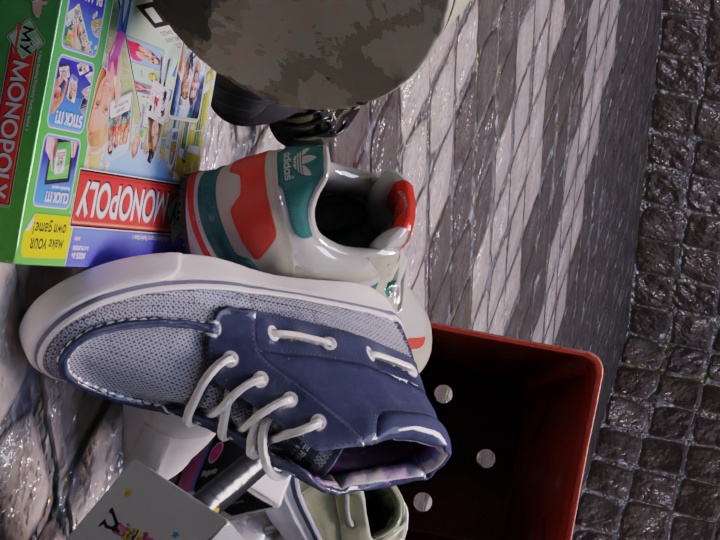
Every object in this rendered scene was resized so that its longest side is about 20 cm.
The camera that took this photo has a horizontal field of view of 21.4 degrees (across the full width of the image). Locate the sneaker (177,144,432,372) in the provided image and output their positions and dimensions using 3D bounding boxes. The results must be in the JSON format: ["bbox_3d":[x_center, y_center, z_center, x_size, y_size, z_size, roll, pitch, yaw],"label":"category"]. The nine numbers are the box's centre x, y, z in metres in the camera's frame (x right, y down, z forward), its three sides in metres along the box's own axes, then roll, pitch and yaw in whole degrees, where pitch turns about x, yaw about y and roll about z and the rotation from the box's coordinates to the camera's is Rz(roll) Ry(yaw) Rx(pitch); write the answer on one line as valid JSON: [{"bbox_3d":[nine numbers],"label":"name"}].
[{"bbox_3d":[0.000,-0.001,0.934,0.200,0.093,0.071,38,40,-47],"label":"sneaker"}]

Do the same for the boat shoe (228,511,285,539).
[{"bbox_3d":[-0.070,0.164,1.106,0.074,0.065,0.202,-22,122,-74],"label":"boat shoe"}]

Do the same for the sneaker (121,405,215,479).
[{"bbox_3d":[-0.084,0.036,0.974,0.089,0.075,0.200,-64,180,34],"label":"sneaker"}]

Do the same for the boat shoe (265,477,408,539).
[{"bbox_3d":[-0.004,0.146,1.106,0.200,0.061,0.073,57,38,-61],"label":"boat shoe"}]

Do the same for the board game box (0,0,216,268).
[{"bbox_3d":[-0.111,-0.069,0.828,0.200,0.029,0.136,1,99,-77],"label":"board game box"}]

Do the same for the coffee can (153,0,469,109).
[{"bbox_3d":[0.009,-0.181,0.825,0.200,0.145,0.148,-54,153,-49],"label":"coffee can"}]

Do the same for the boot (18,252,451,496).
[{"bbox_3d":[-0.048,0.050,0.842,0.073,0.198,0.091,-58,-134,35],"label":"boot"}]

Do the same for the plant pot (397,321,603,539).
[{"bbox_3d":[0.053,0.137,1.367,0.176,0.197,0.202,5,96,-88],"label":"plant pot"}]

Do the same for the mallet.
[{"bbox_3d":[-0.096,0.138,0.908,0.199,0.041,0.066,-30,136,-47],"label":"mallet"}]

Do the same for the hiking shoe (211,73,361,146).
[{"bbox_3d":[-0.026,-0.104,1.050,0.200,0.075,0.102,-45,149,-56],"label":"hiking shoe"}]

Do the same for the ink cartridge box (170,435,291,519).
[{"bbox_3d":[-0.046,0.041,1.044,0.094,0.037,0.201,-22,-141,54],"label":"ink cartridge box"}]

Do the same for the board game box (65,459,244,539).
[{"bbox_3d":[-0.088,0.200,0.853,0.148,0.064,0.201,-49,143,-17],"label":"board game box"}]
